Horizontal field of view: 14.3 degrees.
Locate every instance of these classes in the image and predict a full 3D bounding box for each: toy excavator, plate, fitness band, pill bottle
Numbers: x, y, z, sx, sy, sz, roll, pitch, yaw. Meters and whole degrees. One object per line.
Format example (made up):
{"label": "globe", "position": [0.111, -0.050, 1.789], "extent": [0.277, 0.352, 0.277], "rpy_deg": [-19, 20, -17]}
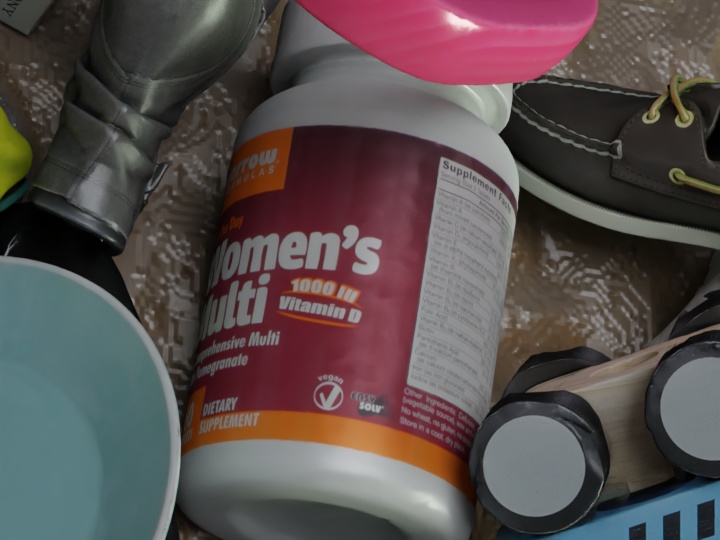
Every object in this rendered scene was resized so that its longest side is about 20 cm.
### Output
{"label": "toy excavator", "position": [0.154, 0.108, 1.006], "extent": [0.194, 0.100, 0.201], "rpy_deg": [-19, 96, 13]}
{"label": "plate", "position": [-0.148, 0.084, 0.947], "extent": [0.199, 0.026, 0.201], "rpy_deg": [-12, 52, 16]}
{"label": "fitness band", "position": [0.013, -0.126, 1.001], "extent": [0.144, 0.037, 0.200], "rpy_deg": [50, 24, 15]}
{"label": "pill bottle", "position": [0.000, 0.000, 1.048], "extent": [0.109, 0.110, 0.201], "rpy_deg": [16, 67, -18]}

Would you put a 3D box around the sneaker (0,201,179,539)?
{"label": "sneaker", "position": [-0.091, 0.065, 1.000], "extent": [0.075, 0.088, 0.201], "rpy_deg": [-2, 73, -24]}

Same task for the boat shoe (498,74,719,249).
{"label": "boat shoe", "position": [0.141, -0.043, 1.101], "extent": [0.200, 0.061, 0.072], "rpy_deg": [20, 36, 21]}

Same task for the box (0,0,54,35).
{"label": "box", "position": [-0.177, -0.169, 1.010], "extent": [0.199, 0.144, 0.036], "rpy_deg": [28, 64, -12]}

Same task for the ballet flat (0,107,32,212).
{"label": "ballet flat", "position": [-0.153, -0.029, 0.959], "extent": [0.066, 0.200, 0.067], "rpy_deg": [-16, 106, 7]}

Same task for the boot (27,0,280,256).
{"label": "boot", "position": [-0.075, -0.080, 1.045], "extent": [0.070, 0.200, 0.132], "rpy_deg": [26, 101, 4]}

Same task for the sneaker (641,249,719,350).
{"label": "sneaker", "position": [0.170, 0.018, 1.133], "extent": [0.076, 0.080, 0.200], "rpy_deg": [44, 60, -2]}
